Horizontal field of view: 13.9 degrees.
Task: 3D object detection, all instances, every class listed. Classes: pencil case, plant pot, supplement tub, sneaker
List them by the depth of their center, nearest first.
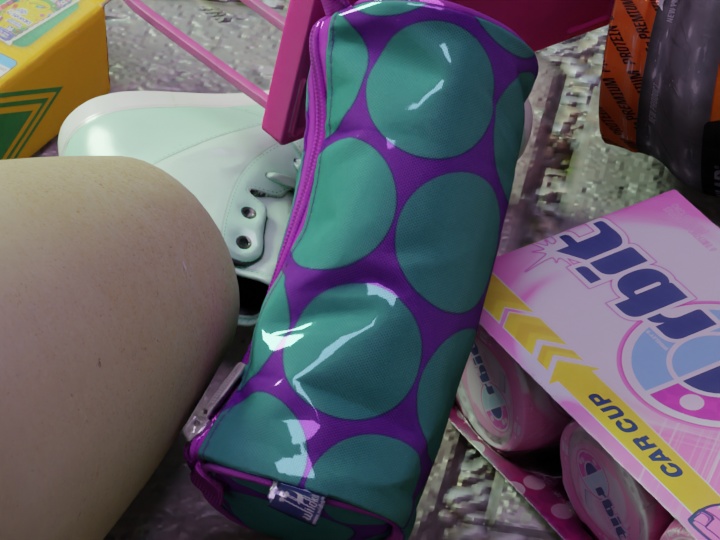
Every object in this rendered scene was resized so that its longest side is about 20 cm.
[{"bbox_3d":[-0.141,0.035,1.069,0.187,0.188,0.200,25,36,27],"label":"plant pot"},{"bbox_3d":[0.000,0.000,1.092,0.092,0.085,0.200,19,78,-13],"label":"pencil case"},{"bbox_3d":[-0.017,-0.022,1.209,0.200,0.074,0.118,-7,45,-10],"label":"sneaker"},{"bbox_3d":[0.207,-0.081,1.238,0.200,0.123,0.123,12,41,14],"label":"supplement tub"}]

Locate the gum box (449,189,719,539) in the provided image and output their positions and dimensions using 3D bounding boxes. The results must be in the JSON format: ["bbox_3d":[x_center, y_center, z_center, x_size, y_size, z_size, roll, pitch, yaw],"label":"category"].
[{"bbox_3d":[0.128,0.063,1.106,0.113,0.066,0.200,-20,43,-24],"label":"gum box"}]

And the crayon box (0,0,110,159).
[{"bbox_3d":[-0.200,-0.085,1.298,0.126,0.052,0.200,23,46,25],"label":"crayon box"}]

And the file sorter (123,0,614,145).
[{"bbox_3d":[0.012,-0.165,1.206,0.200,0.139,0.125,-23,50,-40],"label":"file sorter"}]
